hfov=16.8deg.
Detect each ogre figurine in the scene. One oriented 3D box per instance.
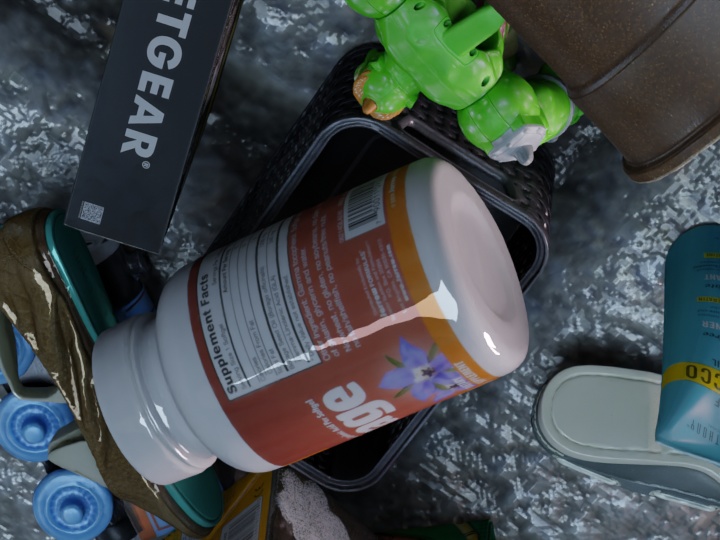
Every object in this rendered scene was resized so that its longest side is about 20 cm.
[{"bbox_3d":[0.040,-0.129,1.200,0.098,0.120,0.201,-17,115,16],"label":"ogre figurine"}]

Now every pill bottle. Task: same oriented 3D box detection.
[{"bbox_3d":[-0.027,0.032,1.195,0.199,0.112,0.113,-24,114,19],"label":"pill bottle"}]

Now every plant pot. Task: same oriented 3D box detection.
[{"bbox_3d":[0.113,-0.178,1.084,0.198,0.200,0.200,39,116,-7],"label":"plant pot"}]

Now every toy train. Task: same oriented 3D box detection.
[{"bbox_3d":[-0.147,0.061,1.352,0.114,0.087,0.201,-20,113,7],"label":"toy train"}]

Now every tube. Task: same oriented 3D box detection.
[{"bbox_3d":[0.181,0.046,1.233,0.077,0.200,0.051,18,120,-5],"label":"tube"}]

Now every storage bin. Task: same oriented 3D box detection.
[{"bbox_3d":[0.000,0.000,1.292,0.135,0.094,0.200,31,119,-11],"label":"storage bin"}]

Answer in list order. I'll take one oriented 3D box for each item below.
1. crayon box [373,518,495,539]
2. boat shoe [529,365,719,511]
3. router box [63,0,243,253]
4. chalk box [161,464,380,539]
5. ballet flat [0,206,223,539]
[{"bbox_3d":[0.036,0.249,1.443,0.118,0.058,0.201,-8,118,11],"label":"crayon box"},{"bbox_3d":[0.189,0.097,1.352,0.199,0.073,0.062,12,163,-8],"label":"boat shoe"},{"bbox_3d":[-0.085,-0.133,1.191,0.052,0.157,0.201,17,119,-3],"label":"router box"},{"bbox_3d":[-0.023,0.224,1.327,0.124,0.125,0.200,-38,113,22],"label":"chalk box"},{"bbox_3d":[-0.146,0.062,1.280,0.072,0.068,0.201,-21,112,20],"label":"ballet flat"}]
